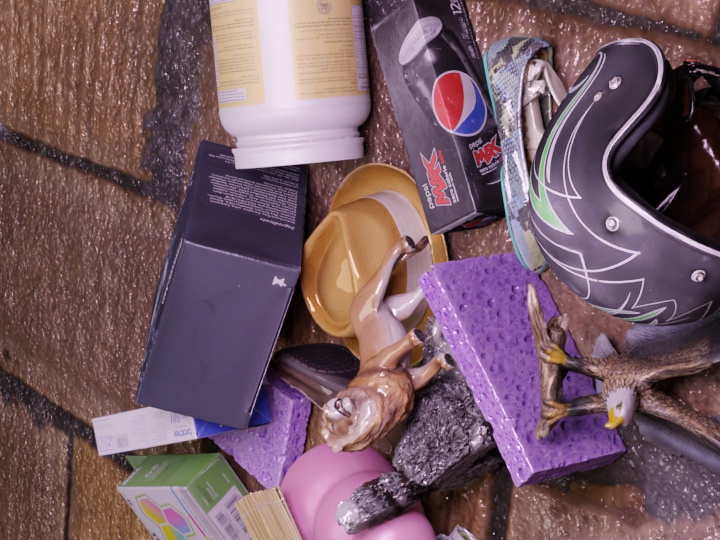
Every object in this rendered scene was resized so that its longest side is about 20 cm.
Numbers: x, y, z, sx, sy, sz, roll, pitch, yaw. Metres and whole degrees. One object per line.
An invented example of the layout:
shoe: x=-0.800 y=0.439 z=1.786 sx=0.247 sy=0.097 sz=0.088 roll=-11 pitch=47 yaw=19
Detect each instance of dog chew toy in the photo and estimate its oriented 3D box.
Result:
dog chew toy: x=0.004 y=0.237 z=1.702 sx=0.200 sy=0.124 sz=0.125 roll=29 pitch=119 yaw=60

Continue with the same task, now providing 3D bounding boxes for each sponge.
sponge: x=-0.128 y=0.140 z=1.929 sx=0.200 sy=0.030 sz=0.112 roll=33 pitch=122 yaw=43
sponge: x=0.136 y=0.079 z=1.537 sx=0.030 sy=0.111 sz=0.200 roll=-48 pitch=60 yaw=46

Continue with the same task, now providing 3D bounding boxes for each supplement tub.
supplement tub: x=-0.065 y=-0.200 z=1.709 sx=0.145 sy=0.145 sz=0.201 roll=1 pitch=98 yaw=51

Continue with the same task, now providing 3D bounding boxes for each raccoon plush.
raccoon plush: x=0.045 y=0.127 z=1.616 sx=0.134 sy=0.200 sz=0.097 roll=61 pitch=163 yaw=22

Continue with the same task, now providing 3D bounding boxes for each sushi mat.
sushi mat: x=-0.058 y=0.299 z=1.721 sx=0.096 sy=0.012 sz=0.200 roll=-27 pitch=87 yaw=61

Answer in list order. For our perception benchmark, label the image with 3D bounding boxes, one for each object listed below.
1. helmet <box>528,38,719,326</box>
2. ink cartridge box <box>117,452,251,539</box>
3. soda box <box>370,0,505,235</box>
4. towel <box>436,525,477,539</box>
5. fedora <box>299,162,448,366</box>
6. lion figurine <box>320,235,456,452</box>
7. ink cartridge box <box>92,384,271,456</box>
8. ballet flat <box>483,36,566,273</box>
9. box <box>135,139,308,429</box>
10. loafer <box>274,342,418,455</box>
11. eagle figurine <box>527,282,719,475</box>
helmet: x=0.216 y=-0.055 z=1.340 sx=0.200 sy=0.200 sz=0.191 roll=11 pitch=81 yaw=50
ink cartridge box: x=-0.197 y=0.257 z=1.993 sx=0.200 sy=0.059 sz=0.104 roll=-8 pitch=121 yaw=52
soda box: x=0.076 y=-0.137 z=1.610 sx=0.071 sy=0.063 sz=0.201 roll=-28 pitch=75 yaw=50
towel: x=0.099 y=0.361 z=1.690 sx=0.171 sy=0.048 sz=0.200 roll=49 pitch=132 yaw=38
fedora: x=0.000 y=0.000 z=1.713 sx=0.200 sy=0.082 sz=0.201 roll=12 pitch=105 yaw=49
lion figurine: x=0.020 y=0.065 z=1.605 sx=0.122 sy=0.072 sz=0.200 roll=-38 pitch=29 yaw=32
ink cartridge box: x=-0.188 y=0.157 z=1.897 sx=0.200 sy=0.094 sz=0.044 roll=-15 pitch=85 yaw=52
ballet flat: x=0.150 y=-0.099 z=1.527 sx=0.074 sy=0.074 sz=0.201 roll=-10 pitch=92 yaw=51
box: x=-0.134 y=0.011 z=1.784 sx=0.200 sy=0.117 sz=0.197 roll=-90 pitch=17 yaw=-58
loafer: x=-0.016 y=0.127 z=1.764 sx=0.200 sy=0.073 sz=0.071 roll=27 pitch=117 yaw=46
eagle figurine: x=0.233 y=0.093 z=1.434 sx=0.199 sy=0.151 sz=0.152 roll=-1 pitch=142 yaw=22
